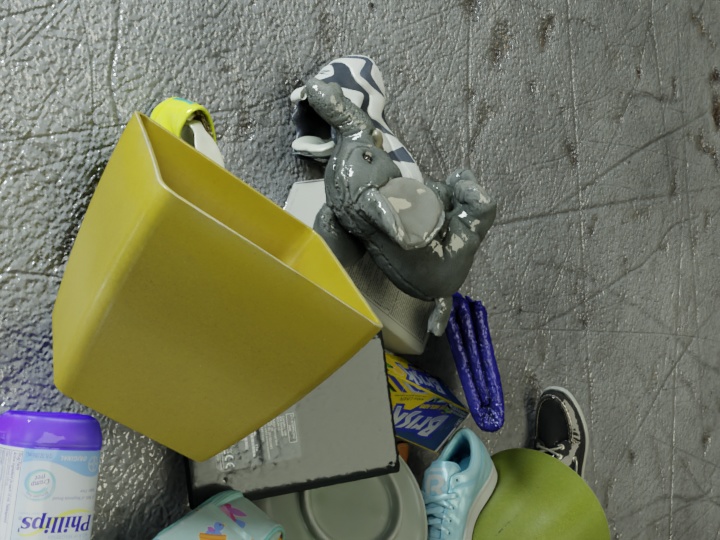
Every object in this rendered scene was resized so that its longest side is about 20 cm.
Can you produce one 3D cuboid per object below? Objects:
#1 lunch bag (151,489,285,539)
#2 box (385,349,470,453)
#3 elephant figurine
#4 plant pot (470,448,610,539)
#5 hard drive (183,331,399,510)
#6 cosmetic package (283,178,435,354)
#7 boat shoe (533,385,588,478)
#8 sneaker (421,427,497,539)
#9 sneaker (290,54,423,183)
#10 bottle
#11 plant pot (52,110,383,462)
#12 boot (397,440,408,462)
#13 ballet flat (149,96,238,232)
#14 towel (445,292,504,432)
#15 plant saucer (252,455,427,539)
[{"bbox_3d":[-0.156,0.290,0.830,0.200,0.077,0.161,-32,148,-40],"label":"lunch bag"},{"bbox_3d":[0.028,0.128,1.058,0.200,0.070,0.064,30,103,-43],"label":"box"},{"bbox_3d":[0.017,-0.059,0.930,0.199,0.155,0.142,20,117,-36],"label":"elephant figurine"},{"bbox_3d":[0.154,0.328,1.117,0.200,0.186,0.189,-24,108,-49],"label":"plant pot"},{"bbox_3d":[-0.066,0.133,0.918,0.199,0.033,0.141,-7,87,-19],"label":"hard drive"},{"bbox_3d":[0.000,0.000,1.037,0.200,0.073,0.104,40,61,-40],"label":"cosmetic package"},{"bbox_3d":[0.261,0.257,1.333,0.060,0.073,0.202,-23,116,-50],"label":"boat shoe"},{"bbox_3d":[0.083,0.249,1.059,0.082,0.074,0.200,64,35,-24],"label":"sneaker"},{"bbox_3d":[-0.013,-0.111,1.018,0.129,0.079,0.200,-31,112,-41],"label":"sneaker"},{"bbox_3d":[-0.252,0.211,0.766,0.083,0.065,0.202,13,81,-45],"label":"bottle"},{"bbox_3d":[-0.134,0.025,0.774,0.199,0.200,0.177,33,99,-27],"label":"plant pot"},{"bbox_3d":[-0.010,0.250,1.026,0.199,0.076,0.157,11,81,-47],"label":"boot"},{"bbox_3d":[-0.140,-0.055,0.887,0.067,0.067,0.201,-25,109,-45],"label":"ballet flat"},{"bbox_3d":[0.129,0.094,1.103,0.200,0.049,0.149,-10,82,-85],"label":"towel"},{"bbox_3d":[-0.016,0.230,0.964,0.199,0.050,0.201,14,54,-20],"label":"plant saucer"}]
